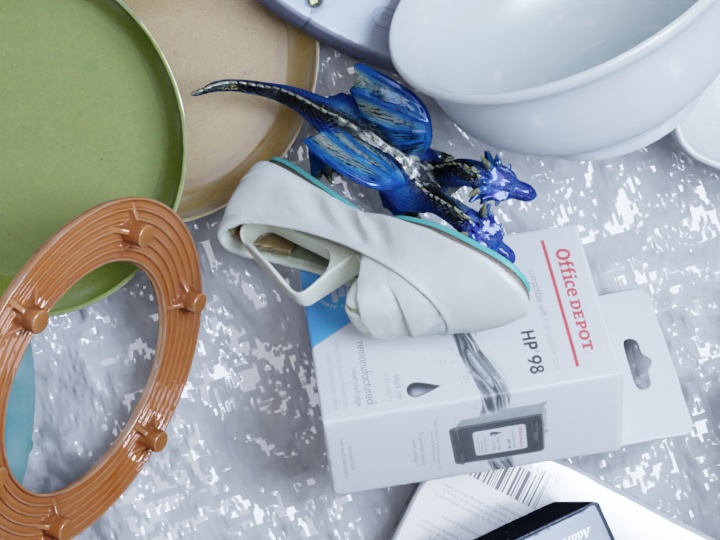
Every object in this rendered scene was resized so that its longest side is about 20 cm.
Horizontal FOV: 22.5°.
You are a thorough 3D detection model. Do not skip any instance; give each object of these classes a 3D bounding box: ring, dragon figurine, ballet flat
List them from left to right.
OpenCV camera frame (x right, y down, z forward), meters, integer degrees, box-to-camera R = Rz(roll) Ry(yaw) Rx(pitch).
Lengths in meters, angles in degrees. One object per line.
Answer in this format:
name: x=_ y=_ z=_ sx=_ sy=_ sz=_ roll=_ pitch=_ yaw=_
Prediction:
ring: x=-0.140 y=0.059 z=0.946 sx=0.019 sy=0.200 sz=0.201 roll=21 pitch=86 yaw=25
ballet flat: x=0.000 y=0.000 z=0.950 sx=0.200 sy=0.069 sz=0.070 roll=26 pitch=85 yaw=38
dragon figurine: x=0.006 y=-0.070 z=0.978 sx=0.200 sy=0.099 sz=0.059 roll=34 pitch=82 yaw=1

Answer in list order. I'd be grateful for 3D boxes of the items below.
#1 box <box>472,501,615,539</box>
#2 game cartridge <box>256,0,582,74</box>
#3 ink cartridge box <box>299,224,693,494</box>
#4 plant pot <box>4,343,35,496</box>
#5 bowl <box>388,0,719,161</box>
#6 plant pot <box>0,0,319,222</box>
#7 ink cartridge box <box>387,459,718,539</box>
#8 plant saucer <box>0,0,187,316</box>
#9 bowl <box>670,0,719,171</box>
box: x=0.063 y=0.241 z=0.927 sx=0.199 sy=0.104 sz=0.183 roll=-24 pitch=86 yaw=-8
game cartridge: x=0.038 y=-0.177 z=1.026 sx=0.199 sy=0.042 sz=0.134 roll=17 pitch=89 yaw=-10
ink cartridge box: x=0.073 y=0.043 z=0.984 sx=0.199 sy=0.067 sz=0.116 roll=-10 pitch=46 yaw=-2
plant pot: x=-0.251 y=0.073 z=0.957 sx=0.134 sy=0.200 sz=0.201 roll=6 pitch=86 yaw=-28
bowl: x=0.122 y=-0.122 z=0.947 sx=0.201 sy=0.201 sz=0.091 roll=-32 pitch=123 yaw=-3
plant pot: x=-0.123 y=-0.124 z=1.040 sx=0.199 sy=0.027 sz=0.201 roll=0 pitch=86 yaw=0
ink cartridge box: x=0.102 y=0.199 z=1.013 sx=0.199 sy=0.045 sz=0.177 roll=28 pitch=85 yaw=1
plant saucer: x=-0.187 y=-0.075 z=0.999 sx=0.199 sy=0.031 sz=0.201 roll=3 pitch=103 yaw=11
bowl: x=0.273 y=-0.136 z=1.024 sx=0.199 sy=0.075 sz=0.201 roll=12 pitch=87 yaw=0
